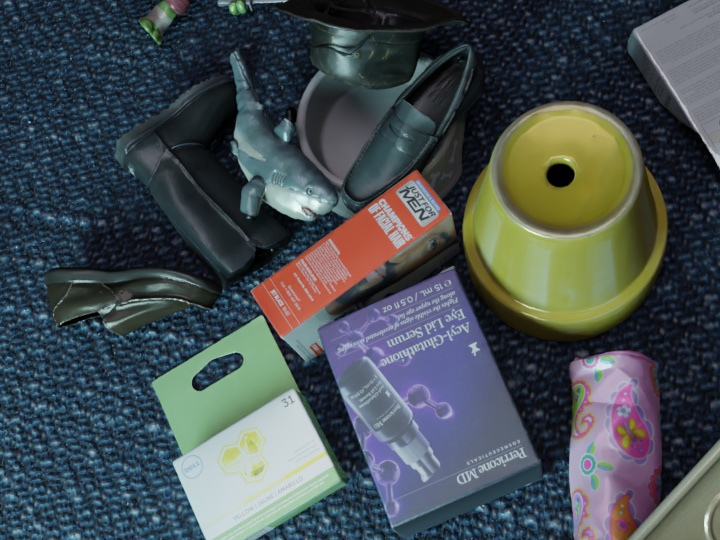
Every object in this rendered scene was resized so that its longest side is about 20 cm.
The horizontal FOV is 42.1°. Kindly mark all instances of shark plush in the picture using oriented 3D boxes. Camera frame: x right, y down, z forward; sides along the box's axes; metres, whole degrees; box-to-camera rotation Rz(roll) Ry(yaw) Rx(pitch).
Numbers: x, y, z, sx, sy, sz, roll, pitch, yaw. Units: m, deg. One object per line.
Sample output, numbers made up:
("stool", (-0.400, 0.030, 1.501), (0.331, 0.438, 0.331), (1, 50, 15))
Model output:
("shark plush", (-0.085, -0.138, 0.984), (0.083, 0.090, 0.202), (-34, 62, 36))

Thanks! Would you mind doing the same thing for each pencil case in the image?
("pencil case", (0.227, 0.172, 0.841), (0.086, 0.088, 0.203), (0, 71, 11))

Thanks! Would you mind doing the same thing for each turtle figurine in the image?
("turtle figurine", (-0.187, -0.355, 1.073), (0.193, 0.144, 0.200), (-41, 65, 0))

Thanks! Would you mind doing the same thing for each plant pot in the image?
("plant pot", (0.187, -0.056, 0.869), (0.198, 0.189, 0.204), (-4, 70, 11))

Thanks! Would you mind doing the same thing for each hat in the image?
("hat", (0.009, -0.229, 0.950), (0.198, 0.201, 0.082), (10, 114, 14))

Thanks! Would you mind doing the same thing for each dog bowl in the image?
("dog bowl", (0.021, -0.155, 1.007), (0.197, 0.059, 0.203), (-3, 71, 10))

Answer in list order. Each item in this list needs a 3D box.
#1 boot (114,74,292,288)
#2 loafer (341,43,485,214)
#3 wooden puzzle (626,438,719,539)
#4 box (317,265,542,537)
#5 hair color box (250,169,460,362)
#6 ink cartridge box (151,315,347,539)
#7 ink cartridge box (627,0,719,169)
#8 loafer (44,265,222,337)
("boot", (-0.143, -0.100, 1.015), (0.164, 0.066, 0.200), (-39, 72, -19))
("loafer", (0.049, -0.143, 0.927), (0.068, 0.070, 0.201), (37, 82, 21))
("wooden puzzle", (0.300, 0.248, 0.750), (0.199, 0.046, 0.186), (39, 99, -7))
("box", (0.066, 0.125, 0.876), (0.146, 0.104, 0.202), (-24, 68, 2))
("hair color box", (0.000, 0.000, 0.929), (0.199, 0.111, 0.064), (-37, 69, -2))
("ink cartridge box", (-0.120, 0.158, 0.935), (0.144, 0.048, 0.201), (-30, 71, 1))
("ink cartridge box", (0.393, -0.195, 0.956), (0.158, 0.047, 0.202), (-26, 74, 1))
("loafer", (-0.241, 0.035, 0.995), (0.197, 0.073, 0.073), (0, 83, 14))
